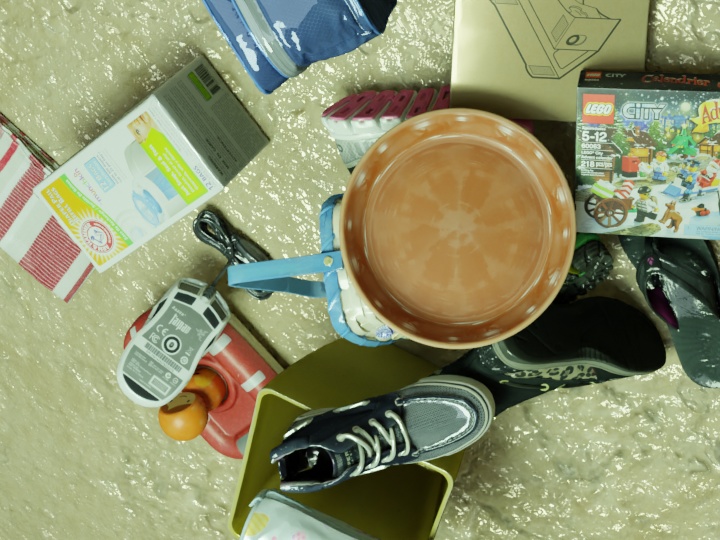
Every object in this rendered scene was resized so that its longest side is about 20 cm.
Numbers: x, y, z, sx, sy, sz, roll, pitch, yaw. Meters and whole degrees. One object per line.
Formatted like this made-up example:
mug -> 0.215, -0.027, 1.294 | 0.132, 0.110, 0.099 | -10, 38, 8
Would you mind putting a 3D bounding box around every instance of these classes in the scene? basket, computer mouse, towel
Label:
basket -> 0.000, 0.000, 1.406 | 0.199, 0.176, 0.140 | -4, 85, 30
computer mouse -> -0.174, 0.047, 1.541 | 0.109, 0.200, 0.044 | 39, 167, -8
towel -> -0.360, -0.068, 1.644 | 0.200, 0.023, 0.144 | 42, 129, -3

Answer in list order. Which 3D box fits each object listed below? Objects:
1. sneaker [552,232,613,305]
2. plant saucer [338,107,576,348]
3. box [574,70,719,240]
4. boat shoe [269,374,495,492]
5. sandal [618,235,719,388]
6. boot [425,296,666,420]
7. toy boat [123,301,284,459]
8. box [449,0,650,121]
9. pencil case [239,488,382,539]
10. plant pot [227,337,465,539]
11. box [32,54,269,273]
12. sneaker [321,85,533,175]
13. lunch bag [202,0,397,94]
sneaker -> 0.156, 0.008, 1.417 | 0.200, 0.078, 0.086 | -49, 56, 45
plant saucer -> 0.081, -0.035, 1.294 | 0.199, 0.032, 0.202 | 0, 88, 3
box -> 0.279, -0.094, 1.279 | 0.198, 0.038, 0.137 | 3, 122, 12
boat shoe -> 0.016, 0.149, 1.333 | 0.199, 0.093, 0.075 | -17, 100, 23
sandal -> 0.288, 0.024, 1.364 | 0.075, 0.048, 0.201 | -18, 110, 34
boot -> 0.164, 0.088, 1.404 | 0.154, 0.202, 0.074 | -40, 56, 45
toy boat -> -0.167, 0.127, 1.600 | 0.200, 0.131, 0.130 | 47, 128, -7
box -> 0.158, -0.219, 1.267 | 0.162, 0.021, 0.201 | 4, 120, 7
pencil case -> -0.016, 0.272, 1.422 | 0.199, 0.083, 0.091 | 18, 128, 16
plant pot -> 0.008, 0.179, 1.517 | 0.199, 0.177, 0.201 | 24, 128, 11
box -> -0.205, -0.101, 1.496 | 0.199, 0.101, 0.113 | -30, 103, 36
sneaker -> 0.064, -0.112, 1.379 | 0.198, 0.074, 0.088 | 3, 126, 24
lunch bag -> -0.059, -0.242, 1.283 | 0.132, 0.200, 0.136 | -25, 105, 16
